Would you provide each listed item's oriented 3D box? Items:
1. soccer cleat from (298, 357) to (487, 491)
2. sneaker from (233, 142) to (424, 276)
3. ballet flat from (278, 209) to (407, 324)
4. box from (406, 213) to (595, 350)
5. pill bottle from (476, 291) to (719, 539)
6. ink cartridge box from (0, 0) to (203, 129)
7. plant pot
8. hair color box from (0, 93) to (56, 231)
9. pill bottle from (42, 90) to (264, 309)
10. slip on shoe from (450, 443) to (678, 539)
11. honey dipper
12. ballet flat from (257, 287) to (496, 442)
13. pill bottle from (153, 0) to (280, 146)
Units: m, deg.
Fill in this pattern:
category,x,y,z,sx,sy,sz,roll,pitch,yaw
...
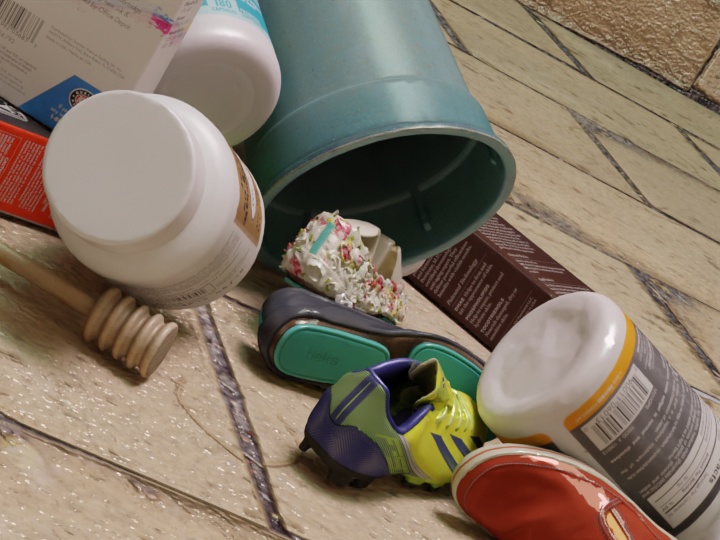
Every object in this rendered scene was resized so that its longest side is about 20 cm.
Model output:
category,x,y,z,sx,sy,sz,roll,pitch,yaw
soccer cleat,0.038,0.091,1.446,0.065,0.084,0.200,45,20,22
sneaker,-0.038,-0.071,1.834,0.199,0.073,0.112,26,18,-18
ballet flat,0.000,0.000,1.622,0.075,0.064,0.200,28,0,14
box,0.106,0.004,1.893,0.200,0.075,0.100,42,18,27
pill bottle,0.176,0.117,1.519,0.200,0.116,0.116,46,8,-26
ink cartridge box,-0.160,-0.190,1.479,0.116,0.200,0.067,33,15,4
plant pot,-0.008,-0.128,1.694,0.200,0.200,0.197,16,48,-46
hair color box,-0.216,-0.077,1.517,0.200,0.061,0.102,21,18,-40
pill bottle,-0.126,-0.044,1.389,0.114,0.115,0.200,35,-4,9
slip on shoe,0.145,0.174,1.443,0.200,0.074,0.061,34,22,-7
honey dipper,-0.200,-0.004,1.371,0.200,0.038,0.038,33,15,7
ballet flat,0.014,0.058,1.545,0.199,0.073,0.073,21,18,-30
pill bottle,-0.128,-0.184,1.619,0.110,0.111,0.200,21,35,-36
